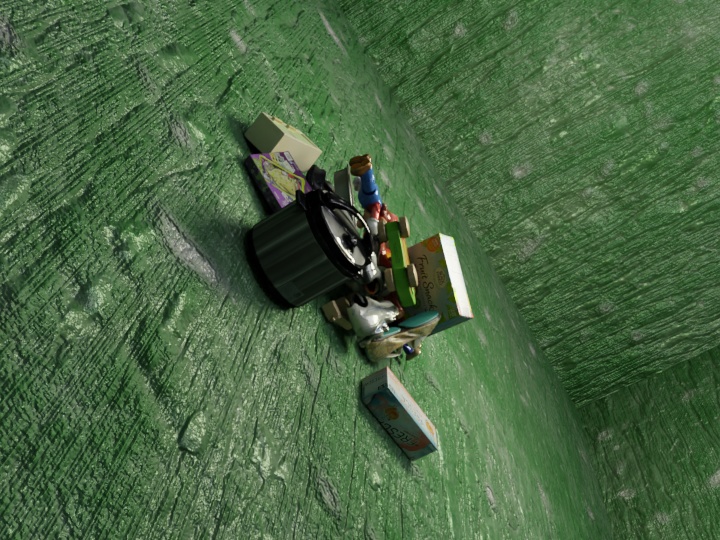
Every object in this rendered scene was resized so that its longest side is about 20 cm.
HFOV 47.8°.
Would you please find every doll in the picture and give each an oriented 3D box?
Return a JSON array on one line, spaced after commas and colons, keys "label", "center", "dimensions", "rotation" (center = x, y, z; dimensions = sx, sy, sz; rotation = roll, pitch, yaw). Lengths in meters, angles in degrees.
[{"label": "doll", "center": [0.071, 0.112, 1.911], "dimensions": [0.201, 0.048, 0.137], "rotation": [56, 13, -9]}]

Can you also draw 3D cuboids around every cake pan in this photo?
[{"label": "cake pan", "center": [-0.032, -0.137, 1.830], "dimensions": [0.200, 0.036, 0.203], "rotation": [-7, 90, -88]}]

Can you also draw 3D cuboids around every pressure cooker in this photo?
[{"label": "pressure cooker", "center": [-0.078, -0.045, 1.447], "dimensions": [0.180, 0.199, 0.176], "rotation": [64, 18, 10]}]

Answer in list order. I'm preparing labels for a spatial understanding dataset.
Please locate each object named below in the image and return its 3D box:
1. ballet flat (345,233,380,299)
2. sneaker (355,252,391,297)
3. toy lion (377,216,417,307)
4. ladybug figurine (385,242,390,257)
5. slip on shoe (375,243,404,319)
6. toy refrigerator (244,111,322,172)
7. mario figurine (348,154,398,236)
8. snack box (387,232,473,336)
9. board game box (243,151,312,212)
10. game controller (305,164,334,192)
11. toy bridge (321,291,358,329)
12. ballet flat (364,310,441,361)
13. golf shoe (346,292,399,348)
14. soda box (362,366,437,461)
[{"label": "ballet flat", "center": [0.000, 0.000, 1.796], "dimensions": [0.201, 0.070, 0.070], "rotation": [97, -16, -45]}, {"label": "sneaker", "center": [0.023, 0.024, 1.696], "dimensions": [0.200, 0.073, 0.080], "rotation": [46, 25, -64]}, {"label": "toy lion", "center": [0.090, -0.007, 1.752], "dimensions": [0.192, 0.068, 0.202], "rotation": [69, 12, -54]}, {"label": "ladybug figurine", "center": [0.050, -0.013, 2.000], "dimensions": [0.136, 0.071, 0.201], "rotation": [53, 19, -27]}, {"label": "slip on shoe", "center": [0.061, 0.024, 1.845], "dimensions": [0.074, 0.060, 0.202], "rotation": [87, -4, -65]}, {"label": "toy refrigerator", "center": [-0.161, -0.275, 1.748], "dimensions": [0.076, 0.070, 0.200], "rotation": [44, 12, 17]}, {"label": "mario figurine", "center": [0.009, -0.146, 1.805], "dimensions": [0.123, 0.105, 0.202], "rotation": [-44, 125, -44]}, {"label": "snack box", "center": [0.153, 0.040, 1.858], "dimensions": [0.067, 0.168, 0.202], "rotation": [12, 60, -51]}, {"label": "board game box", "center": [-0.139, -0.147, 1.620], "dimensions": [0.120, 0.032, 0.201], "rotation": [-13, 68, -56]}, {"label": "game controller", "center": [-0.087, -0.179, 1.830], "dimensions": [0.200, 0.042, 0.105], "rotation": [-89, 154, -73]}, {"label": "toy bridge", "center": [-0.029, 0.088, 1.685], "dimensions": [0.068, 0.027, 0.200], "rotation": [64, 15, 2]}, {"label": "ballet flat", "center": [0.092, 0.145, 1.748], "dimensions": [0.198, 0.071, 0.071], "rotation": [-19, 77, -30]}, {"label": "golf shoe", "center": [0.022, 0.080, 1.687], "dimensions": [0.098, 0.078, 0.200], "rotation": [58, 15, -5]}, {"label": "soda box", "center": [0.080, 0.290, 1.633], "dimensions": [0.201, 0.063, 0.069], "rotation": [53, 19, -27]}]
